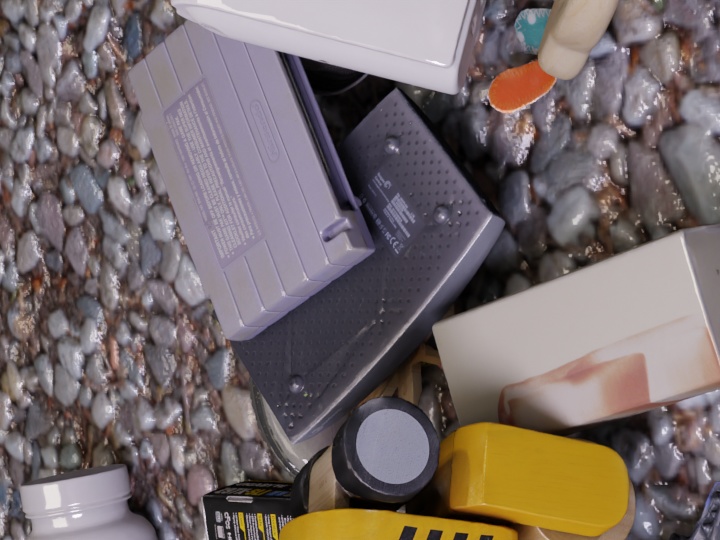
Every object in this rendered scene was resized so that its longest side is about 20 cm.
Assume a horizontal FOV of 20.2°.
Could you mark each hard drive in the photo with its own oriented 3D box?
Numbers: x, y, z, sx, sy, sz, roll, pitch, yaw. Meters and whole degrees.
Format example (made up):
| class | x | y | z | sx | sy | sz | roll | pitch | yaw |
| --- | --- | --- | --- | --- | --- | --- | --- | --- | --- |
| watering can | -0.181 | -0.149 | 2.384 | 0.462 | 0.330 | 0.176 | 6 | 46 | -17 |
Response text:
| class | x | y | z | sx | sy | sz | roll | pitch | yaw |
| --- | --- | --- | --- | --- | --- | --- | --- | --- | --- |
| hard drive | 0.000 | 0.000 | 1.279 | 0.200 | 0.042 | 0.135 | -50 | 53 | 20 |

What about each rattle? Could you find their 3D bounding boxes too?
| class | x | y | z | sx | sy | sz | roll | pitch | yaw |
| --- | --- | --- | --- | --- | --- | --- | --- | --- | --- |
| rattle | 0.169 | -0.153 | 1.172 | 0.201 | 0.141 | 0.131 | 108 | 163 | -44 |

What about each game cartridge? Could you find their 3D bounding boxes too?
| class | x | y | z | sx | sy | sz | roll | pitch | yaw |
| --- | --- | --- | --- | --- | --- | --- | --- | --- | --- |
| game cartridge | -0.073 | -0.071 | 1.287 | 0.129 | 0.038 | 0.202 | -36 | 68 | 39 |

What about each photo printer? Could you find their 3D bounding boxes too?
| class | x | y | z | sx | sy | sz | roll | pitch | yaw |
| --- | --- | --- | --- | --- | --- | --- | --- | --- | --- |
| photo printer | -0.014 | -0.209 | 1.227 | 0.198 | 0.069 | 0.168 | 16 | 83 | 10 |

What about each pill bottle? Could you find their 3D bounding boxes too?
| class | x | y | z | sx | sy | sz | roll | pitch | yaw |
| --- | --- | --- | --- | --- | --- | --- | --- | --- | --- |
| pill bottle | -0.204 | 0.256 | 1.557 | 0.112 | 0.112 | 0.202 | -10 | 90 | 45 |

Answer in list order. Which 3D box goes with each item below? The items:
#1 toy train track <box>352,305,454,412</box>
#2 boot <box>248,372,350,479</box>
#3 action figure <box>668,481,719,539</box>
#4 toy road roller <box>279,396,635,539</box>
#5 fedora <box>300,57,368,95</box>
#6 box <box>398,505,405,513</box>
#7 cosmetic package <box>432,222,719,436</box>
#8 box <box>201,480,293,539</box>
| class | x | y | z | sx | sy | sz | roll | pitch | yaw |
| --- | --- | --- | --- | --- | --- | --- | --- | --- | --- |
| toy train track | 0.026 | 0.079 | 1.345 | 0.201 | 0.032 | 0.115 | 121 | 156 | -44 |
| boot | -0.014 | 0.032 | 1.339 | 0.130 | 0.067 | 0.202 | -30 | 60 | 44 |
| action figure | 0.137 | 0.201 | 1.166 | 0.104 | 0.193 | 0.201 | 26 | 96 | 8 |
| toy road roller | 0.051 | 0.167 | 1.146 | 0.123 | 0.198 | 0.147 | 129 | 147 | -62 |
| fedora | -0.047 | -0.216 | 1.333 | 0.176 | 0.090 | 0.202 | 17 | 108 | 42 |
| box | 0.054 | 0.238 | 1.302 | 0.112 | 0.101 | 0.202 | -2 | 96 | 46 |
| cosmetic package | 0.151 | 0.041 | 1.171 | 0.199 | 0.103 | 0.088 | -22 | 80 | 46 |
| box | -0.034 | 0.253 | 1.430 | 0.159 | 0.049 | 0.202 | -5 | 94 | 44 |
